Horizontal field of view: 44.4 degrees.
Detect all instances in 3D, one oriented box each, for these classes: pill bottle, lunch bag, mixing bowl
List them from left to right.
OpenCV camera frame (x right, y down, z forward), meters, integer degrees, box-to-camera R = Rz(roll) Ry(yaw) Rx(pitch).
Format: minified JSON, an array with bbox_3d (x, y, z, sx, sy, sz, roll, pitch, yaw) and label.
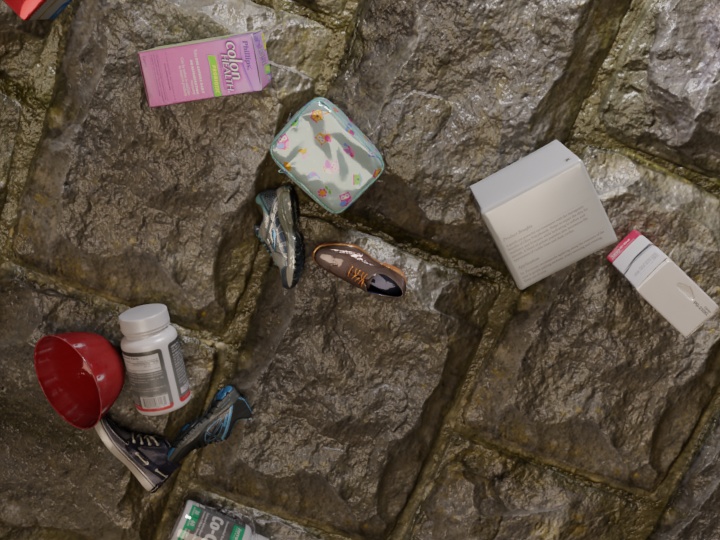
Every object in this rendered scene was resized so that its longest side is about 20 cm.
[{"bbox_3d":[-0.540,0.200,1.751,0.199,0.108,0.202,17,120,32],"label":"mixing bowl"},{"bbox_3d":[-0.412,0.175,1.761,0.113,0.114,0.202,-8,107,2],"label":"pill bottle"},{"bbox_3d":[-0.303,0.581,1.888,0.199,0.113,0.114,26,106,-8],"label":"pill bottle"},{"bbox_3d":[-0.068,-0.215,1.660,0.200,0.077,0.160,43,104,-12],"label":"lunch bag"}]

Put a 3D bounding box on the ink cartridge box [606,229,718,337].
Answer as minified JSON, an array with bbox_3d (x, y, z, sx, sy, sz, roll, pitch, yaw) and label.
[{"bbox_3d":[0.566,0.021,1.669,0.145,0.200,0.084,41,103,-11],"label":"ink cartridge box"}]

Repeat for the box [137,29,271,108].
[{"bbox_3d":[-0.269,-0.359,1.562,0.198,0.176,0.097,-9,107,2],"label":"box"}]

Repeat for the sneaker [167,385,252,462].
[{"bbox_3d":[-0.312,0.333,1.819,0.200,0.073,0.082,-43,108,1],"label":"sneaker"}]

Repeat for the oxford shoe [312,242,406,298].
[{"bbox_3d":[0.000,0.000,1.728,0.199,0.073,0.072,19,107,-6],"label":"oxford shoe"}]

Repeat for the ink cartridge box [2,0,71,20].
[{"bbox_3d":[-0.542,-0.491,1.508,0.116,0.200,0.067,-43,103,12],"label":"ink cartridge box"}]

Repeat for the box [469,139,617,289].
[{"bbox_3d":[0.330,-0.107,1.630,0.198,0.200,0.172,-28,107,9],"label":"box"}]

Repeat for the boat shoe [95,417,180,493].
[{"bbox_3d":[-0.461,0.363,1.850,0.093,0.075,0.200,-38,107,-2],"label":"boat shoe"}]

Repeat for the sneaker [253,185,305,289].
[{"bbox_3d":[-0.159,-0.063,1.718,0.086,0.078,0.202,-2,101,13],"label":"sneaker"}]
